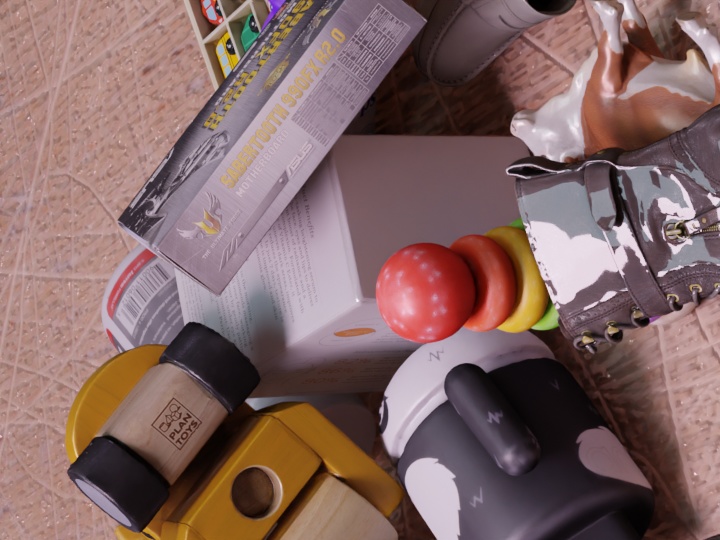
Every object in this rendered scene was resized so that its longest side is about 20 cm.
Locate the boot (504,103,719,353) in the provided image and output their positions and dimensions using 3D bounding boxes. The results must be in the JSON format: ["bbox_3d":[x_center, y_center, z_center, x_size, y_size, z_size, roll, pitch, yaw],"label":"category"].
[{"bbox_3d":[0.183,0.003,1.392,0.174,0.069,0.200,-26,90,30],"label":"boot"}]

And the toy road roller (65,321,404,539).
[{"bbox_3d":[-0.087,0.129,1.601,0.200,0.123,0.146,42,164,-12],"label":"toy road roller"}]

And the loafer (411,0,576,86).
[{"bbox_3d":[0.091,-0.170,1.546,0.200,0.070,0.070,-56,46,44],"label":"loafer"}]

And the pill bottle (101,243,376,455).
[{"bbox_3d":[-0.082,0.066,1.806,0.200,0.116,0.116,47,134,37],"label":"pill bottle"}]

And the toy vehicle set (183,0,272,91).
[{"bbox_3d":[-0.081,-0.210,1.812,0.124,0.026,0.201,-36,69,52],"label":"toy vehicle set"}]

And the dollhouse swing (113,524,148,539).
[{"bbox_3d":[-0.035,0.245,1.684,0.200,0.181,0.176,50,156,32],"label":"dollhouse swing"}]

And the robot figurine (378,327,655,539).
[{"bbox_3d":[0.092,0.124,1.569,0.200,0.124,0.150,56,135,29],"label":"robot figurine"}]

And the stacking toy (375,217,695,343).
[{"bbox_3d":[0.096,0.002,1.468,0.085,0.199,0.086,17,112,51],"label":"stacking toy"}]

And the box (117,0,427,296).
[{"bbox_3d":[-0.056,-0.085,1.555,0.200,0.048,0.158,-53,14,-2],"label":"box"}]

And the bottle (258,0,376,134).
[{"bbox_3d":[-0.028,-0.130,1.693,0.065,0.083,0.201,26,126,35],"label":"bottle"}]

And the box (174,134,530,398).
[{"bbox_3d":[0.000,0.000,1.636,0.200,0.152,0.107,-32,64,52],"label":"box"}]

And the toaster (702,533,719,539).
[{"bbox_3d":[0.221,0.264,1.432,0.200,0.118,0.182,24,118,49],"label":"toaster"}]

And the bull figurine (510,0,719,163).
[{"bbox_3d":[0.166,-0.096,1.453,0.200,0.065,0.122,13,124,41],"label":"bull figurine"}]
